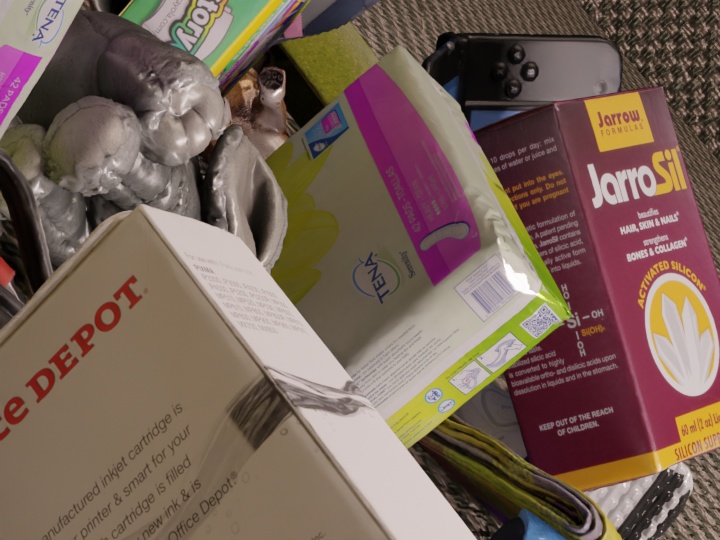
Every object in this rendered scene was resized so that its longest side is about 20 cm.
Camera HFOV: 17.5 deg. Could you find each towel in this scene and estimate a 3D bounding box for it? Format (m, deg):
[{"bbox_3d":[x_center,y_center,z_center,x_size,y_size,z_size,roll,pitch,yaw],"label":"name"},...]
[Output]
[{"bbox_3d":[0.109,0.136,1.197,0.143,0.023,0.200,29,-10,41],"label":"towel"}]

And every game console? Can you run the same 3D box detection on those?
[{"bbox_3d":[0.086,-0.029,1.346,0.169,0.202,0.118,-1,15,-20],"label":"game console"}]

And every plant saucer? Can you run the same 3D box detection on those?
[{"bbox_3d":[-0.009,-0.104,1.466,0.201,0.048,0.200,53,-5,18],"label":"plant saucer"}]

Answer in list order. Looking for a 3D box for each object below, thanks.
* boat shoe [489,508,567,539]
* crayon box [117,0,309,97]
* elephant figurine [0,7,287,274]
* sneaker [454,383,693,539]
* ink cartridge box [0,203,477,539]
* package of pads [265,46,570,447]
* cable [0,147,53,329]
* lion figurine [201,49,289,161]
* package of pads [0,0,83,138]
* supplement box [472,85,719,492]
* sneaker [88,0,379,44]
[{"bbox_3d":[0.076,0.158,1.111,0.084,0.069,0.200,38,-5,23],"label":"boat shoe"},{"bbox_3d":[-0.078,-0.128,1.190,0.058,0.200,0.173,43,18,-1],"label":"crayon box"},{"bbox_3d":[-0.093,-0.005,1.035,0.141,0.156,0.201,6,-40,42],"label":"elephant figurine"},{"bbox_3d":[0.127,0.113,1.377,0.200,0.075,0.081,27,14,-49],"label":"sneaker"},{"bbox_3d":[-0.050,0.101,0.786,0.200,0.147,0.083,52,16,21],"label":"ink cartridge box"},{"bbox_3d":[0.000,0.000,1.139,0.068,0.154,0.200,42,14,-33],"label":"package of pads"},{"bbox_3d":[-0.130,0.025,0.898,0.200,0.098,0.050,42,-16,-31],"label":"cable"},{"bbox_3d":[-0.041,-0.051,1.363,0.201,0.072,0.123,59,-10,12],"label":"lion figurine"},{"bbox_3d":[-0.184,-0.104,0.957,0.068,0.155,0.200,24,24,-27],"label":"package of pads"},{"bbox_3d":[0.131,0.010,1.271,0.110,0.085,0.202,-13,86,-49],"label":"supplement box"},{"bbox_3d":[-0.064,-0.162,1.297,0.082,0.199,0.071,8,68,-51],"label":"sneaker"}]
